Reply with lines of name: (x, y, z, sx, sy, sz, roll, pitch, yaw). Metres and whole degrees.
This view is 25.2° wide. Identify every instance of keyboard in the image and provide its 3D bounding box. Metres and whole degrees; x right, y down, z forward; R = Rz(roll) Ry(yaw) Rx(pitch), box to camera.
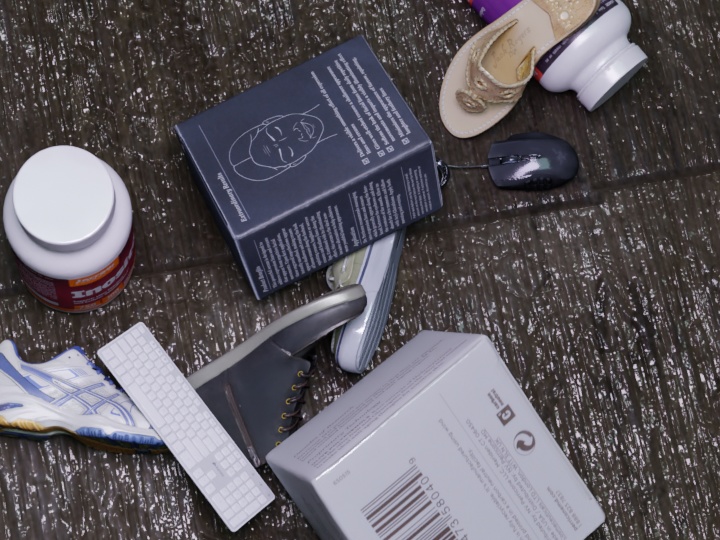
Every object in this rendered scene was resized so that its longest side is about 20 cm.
keyboard: (-0.155, 0.138, 1.438, 0.201, 0.011, 0.056, 52, 47, 4)

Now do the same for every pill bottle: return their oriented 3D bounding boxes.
pill bottle: (-0.256, -0.037, 1.426, 0.111, 0.200, 0.115, 1, 76, -6)
pill bottle: (0.186, -0.255, 1.579, 0.112, 0.113, 0.200, -39, 83, -14)

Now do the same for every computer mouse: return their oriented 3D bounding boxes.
computer mouse: (0.118, -0.107, 1.575, 0.197, 0.034, 0.059, -3, 77, -7)

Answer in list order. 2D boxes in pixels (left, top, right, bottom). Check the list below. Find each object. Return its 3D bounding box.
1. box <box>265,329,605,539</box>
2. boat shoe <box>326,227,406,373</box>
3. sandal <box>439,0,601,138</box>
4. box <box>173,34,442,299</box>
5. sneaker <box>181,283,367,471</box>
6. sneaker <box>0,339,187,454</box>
box: (0.062, 0.189, 1.400, 0.199, 0.171, 0.200, -38, 100, -15)
boat shoe: (0.000, 0.000, 1.524, 0.061, 0.072, 0.202, 9, 66, 13)
sandal: (0.134, -0.202, 1.516, 0.078, 0.070, 0.212, 50, 120, 6)
box: (-0.046, -0.095, 1.483, 0.198, 0.108, 0.149, -26, 57, -7)
sneaker: (-0.059, 0.098, 1.465, 0.199, 0.075, 0.107, -32, 88, 18)
sneaker: (-0.246, 0.112, 1.456, 0.197, 0.075, 0.089, 11, 71, -6)
